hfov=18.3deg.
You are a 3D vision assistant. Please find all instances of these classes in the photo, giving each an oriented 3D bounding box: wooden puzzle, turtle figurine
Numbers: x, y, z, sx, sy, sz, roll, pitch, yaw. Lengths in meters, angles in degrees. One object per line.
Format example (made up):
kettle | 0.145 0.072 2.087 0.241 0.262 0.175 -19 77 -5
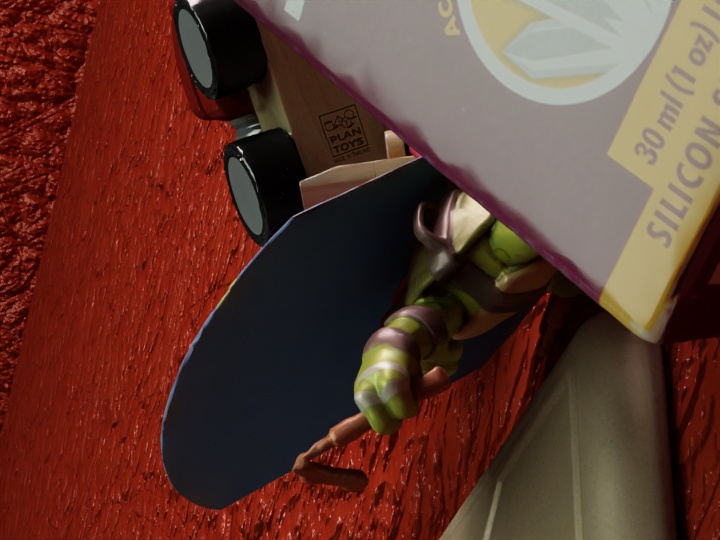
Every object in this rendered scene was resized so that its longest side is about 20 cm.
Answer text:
wooden puzzle | 0.062 0.139 0.784 0.200 0.037 0.186 124 154 -49
turtle figurine | 0.056 -0.011 0.748 0.161 0.065 0.200 -44 -9 37

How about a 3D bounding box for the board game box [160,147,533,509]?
board game box | 0.000 0.000 0.810 0.039 0.199 0.159 46 146 26

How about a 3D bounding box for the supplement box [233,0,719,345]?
supplement box | 0.061 -0.092 0.573 0.200 0.103 0.132 40 119 34

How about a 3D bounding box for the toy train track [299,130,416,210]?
toy train track | 0.030 -0.064 0.811 0.200 0.114 0.033 82 180 -68

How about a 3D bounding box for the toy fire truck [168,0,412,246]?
toy fire truck | -0.018 -0.055 1.022 0.177 0.128 0.200 70 162 -3
